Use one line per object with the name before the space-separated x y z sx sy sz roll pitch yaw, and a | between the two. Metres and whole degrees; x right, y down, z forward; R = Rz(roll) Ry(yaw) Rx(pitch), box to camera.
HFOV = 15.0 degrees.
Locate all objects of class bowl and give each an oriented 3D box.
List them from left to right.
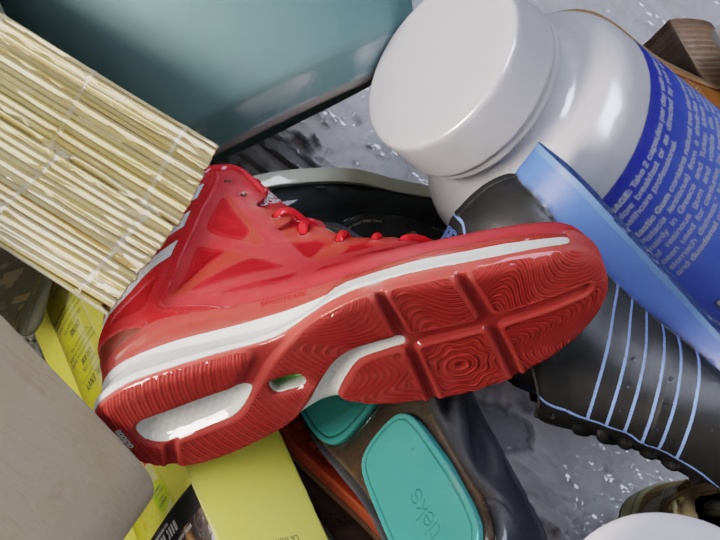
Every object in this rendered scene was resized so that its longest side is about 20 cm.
bowl | -0.057 -0.108 1.188 0.201 0.201 0.105 -28 93 -41

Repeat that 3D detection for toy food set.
toy food set | -0.179 0.075 0.986 0.200 0.060 0.144 49 61 -25

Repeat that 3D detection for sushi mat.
sushi mat | -0.156 -0.066 1.036 0.200 0.012 0.096 32 48 0

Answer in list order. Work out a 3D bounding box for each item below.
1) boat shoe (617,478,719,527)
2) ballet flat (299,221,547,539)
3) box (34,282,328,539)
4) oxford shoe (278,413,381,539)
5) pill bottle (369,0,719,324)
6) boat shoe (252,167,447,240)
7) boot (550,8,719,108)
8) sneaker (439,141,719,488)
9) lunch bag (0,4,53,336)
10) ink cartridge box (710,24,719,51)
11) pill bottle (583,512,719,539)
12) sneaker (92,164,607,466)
boat shoe | 0.144 0.123 1.137 0.074 0.066 0.200 64 18 -1
ballet flat | 0.022 0.063 1.075 0.073 0.073 0.200 1 40 -29
box | -0.077 0.059 1.105 0.050 0.075 0.200 -8 61 -32
oxford shoe | 0.005 0.100 1.126 0.071 0.073 0.200 -19 56 -36
pill bottle | 0.100 -0.041 1.176 0.200 0.112 0.112 34 40 -35
boat shoe | 0.000 0.000 1.197 0.200 0.072 0.068 5 54 -31
boot | 0.132 -0.044 1.311 0.200 0.074 0.155 -9 65 -32
sneaker | 0.110 0.044 1.095 0.200 0.078 0.070 47 7 -4
lunch bag | -0.223 -0.066 1.092 0.164 0.118 0.200 -10 55 -31
ink cartridge box | 0.276 -0.051 1.347 0.200 0.083 0.147 58 16 19
pill bottle | 0.078 0.183 1.007 0.113 0.200 0.113 16 49 -19
sneaker | -0.011 -0.008 1.040 0.200 0.078 0.116 -15 51 8
